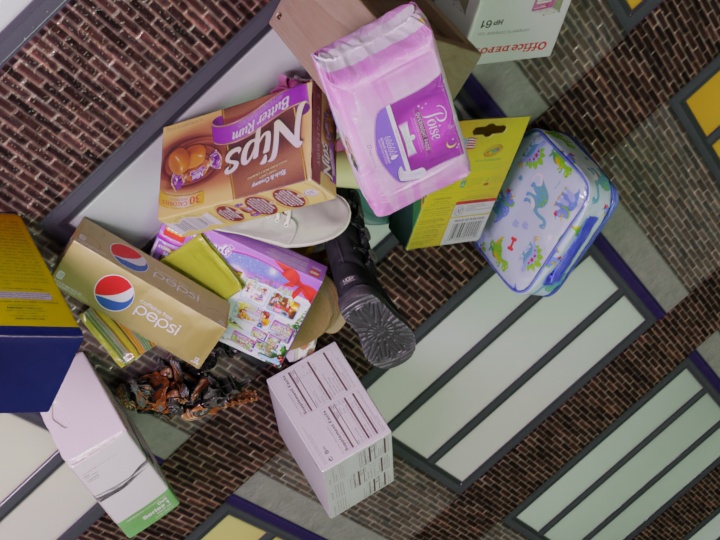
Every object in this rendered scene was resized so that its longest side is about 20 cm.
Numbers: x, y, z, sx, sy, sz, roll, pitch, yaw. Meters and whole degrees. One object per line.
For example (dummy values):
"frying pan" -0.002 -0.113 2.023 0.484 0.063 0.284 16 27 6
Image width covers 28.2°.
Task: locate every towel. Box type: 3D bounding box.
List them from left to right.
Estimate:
"towel" -0.235 0.038 1.684 0.199 0.018 0.086 -32 111 23

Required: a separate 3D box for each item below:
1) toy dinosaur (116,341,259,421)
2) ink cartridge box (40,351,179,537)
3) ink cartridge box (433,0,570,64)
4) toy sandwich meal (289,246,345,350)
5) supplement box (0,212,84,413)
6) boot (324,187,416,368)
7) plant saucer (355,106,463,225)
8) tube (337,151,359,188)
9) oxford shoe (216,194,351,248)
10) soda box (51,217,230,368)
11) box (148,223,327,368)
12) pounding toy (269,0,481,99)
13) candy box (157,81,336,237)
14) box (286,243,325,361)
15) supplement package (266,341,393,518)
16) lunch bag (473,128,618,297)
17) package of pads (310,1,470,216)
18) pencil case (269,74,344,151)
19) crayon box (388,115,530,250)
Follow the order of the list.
"toy dinosaur" -0.218 0.149 1.864 0.136 0.103 0.199 -43 164 33
"ink cartridge box" -0.318 0.218 1.783 0.084 0.146 0.201 -32 144 -8
"ink cartridge box" 0.175 -0.342 1.640 0.143 0.085 0.201 -11 138 -31
"toy sandwich meal" -0.109 0.027 1.787 0.203 0.071 0.206 -1 140 -1
"supplement box" -0.387 0.041 1.489 0.109 0.200 0.109 3 128 -41
"boot" 0.000 -0.001 1.742 0.065 0.201 0.165 -23 140 5
"plant saucer" 0.055 -0.131 1.817 0.199 0.027 0.201 -22 140 -20
"tube" -0.049 -0.124 1.682 0.198 0.052 0.058 1 173 -34
"oxford shoe" -0.103 -0.070 1.638 0.198 0.076 0.058 7 163 -18
"soda box" -0.247 0.026 1.618 0.199 0.068 0.064 31 111 -14
"box" -0.156 0.015 1.692 0.199 0.039 0.137 25 120 -6
"pounding toy" 0.027 -0.224 1.561 0.199 0.185 0.143 7 126 -44
"candy box" -0.121 -0.116 1.535 0.198 0.118 0.056 -13 154 29
"box" -0.070 0.034 1.880 0.038 0.042 0.201 -13 138 -29
"supplement package" -0.039 0.223 1.982 0.110 0.156 0.200 -28 155 -12
"lunch bag" 0.245 -0.074 1.923 0.082 0.161 0.201 4 127 -41
"package of pads" 0.035 -0.161 1.453 0.120 0.076 0.201 -26 136 -4
"pencil case" -0.010 -0.186 1.660 0.199 0.090 0.095 -10 99 -34
"crayon box" 0.125 -0.123 1.818 0.126 0.051 0.201 -8 135 -34
